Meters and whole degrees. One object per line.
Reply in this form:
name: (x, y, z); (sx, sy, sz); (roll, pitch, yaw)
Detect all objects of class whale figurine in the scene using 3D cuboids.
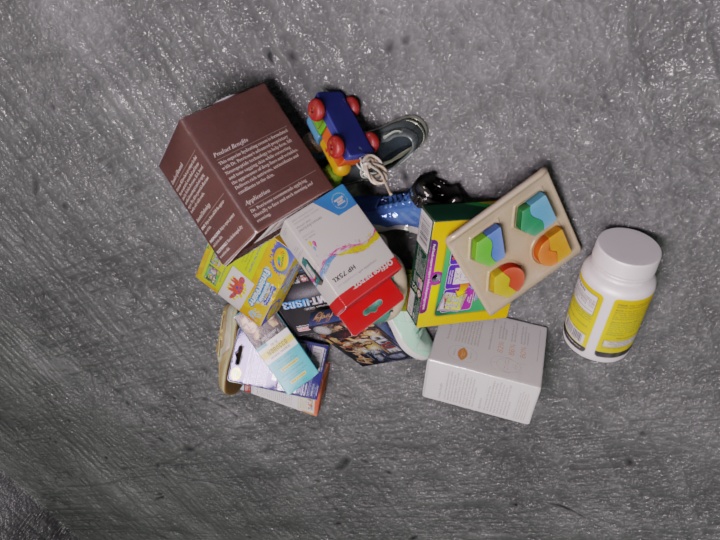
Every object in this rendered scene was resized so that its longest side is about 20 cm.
whale figurine: (0.000, 0.000, 1.072); (0.103, 0.201, 0.160); (-9, 140, -27)

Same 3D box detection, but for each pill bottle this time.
pill bottle: (0.402, 0.040, 0.989); (0.113, 0.115, 0.202); (12, 131, 12)

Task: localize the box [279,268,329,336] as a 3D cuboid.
box: (-0.092, 0.033, 1.228); (0.198, 0.050, 0.200); (-11, 121, 30)

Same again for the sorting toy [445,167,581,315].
sorting toy: (0.245, -0.035, 0.956); (0.184, 0.037, 0.200); (-36, 128, 2)

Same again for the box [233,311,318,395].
box: (-0.176, 0.154, 1.294); (0.082, 0.049, 0.201); (-36, 93, -6)

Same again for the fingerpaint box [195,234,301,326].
fingerpaint box: (-0.200, -0.023, 1.154); (0.166, 0.073, 0.201); (36, 127, 7)

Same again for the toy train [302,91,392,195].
toy train: (-0.027, -0.167, 0.961); (0.116, 0.084, 0.201); (-48, 64, 50)

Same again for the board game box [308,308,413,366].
board game box: (0.009, 0.130, 1.225); (0.134, 0.035, 0.200); (-14, 143, 30)

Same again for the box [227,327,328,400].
box: (-0.178, 0.199, 1.333); (0.198, 0.123, 0.032); (13, 178, -6)

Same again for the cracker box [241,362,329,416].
cracker box: (-0.177, 0.245, 1.428); (0.198, 0.058, 0.135); (17, 130, 7)

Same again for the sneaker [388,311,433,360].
sneaker: (0.117, 0.087, 1.170); (0.117, 0.074, 0.201); (-19, 120, 30)

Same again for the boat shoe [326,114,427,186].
boat shoe: (0.015, -0.183, 0.994); (0.199, 0.062, 0.073); (-22, 116, 32)

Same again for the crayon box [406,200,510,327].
crayon box: (0.174, -0.010, 1.007); (0.170, 0.058, 0.202); (-5, 124, -17)

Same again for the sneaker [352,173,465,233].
sneaker: (0.074, -0.116, 1.015); (0.198, 0.077, 0.112); (14, 138, 5)

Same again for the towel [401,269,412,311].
towel: (0.157, 0.043, 1.096); (0.197, 0.018, 0.087); (4, 117, -9)

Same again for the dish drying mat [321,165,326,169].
dish drying mat: (-0.125, -0.144, 1.115); (0.198, 0.018, 0.077); (-3, 125, 24)

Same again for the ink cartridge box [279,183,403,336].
ink cartridge box: (-0.020, -0.015, 0.948); (0.201, 0.116, 0.067); (54, 159, 4)

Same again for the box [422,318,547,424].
box: (0.229, 0.169, 1.137); (0.198, 0.153, 0.107); (13, 132, 12)

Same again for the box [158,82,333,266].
box: (-0.183, -0.148, 0.977); (0.201, 0.165, 0.164); (56, 147, -1)

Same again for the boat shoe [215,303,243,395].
boat shoe: (-0.281, 0.168, 1.354); (0.066, 0.074, 0.203); (9, 88, 36)
